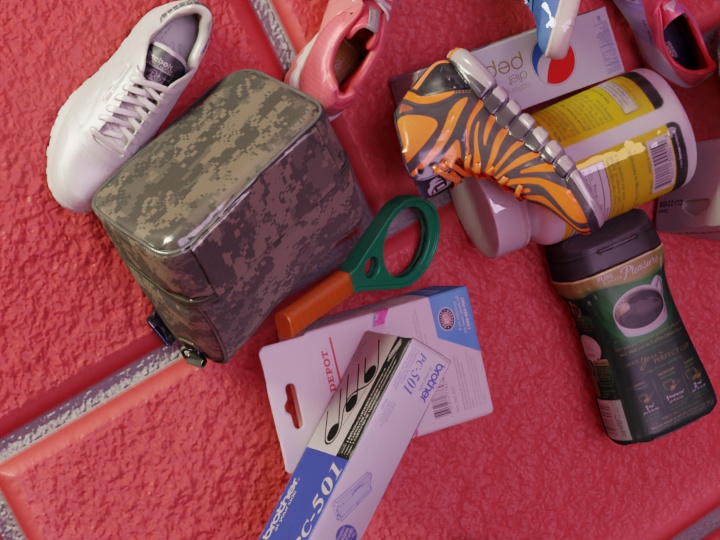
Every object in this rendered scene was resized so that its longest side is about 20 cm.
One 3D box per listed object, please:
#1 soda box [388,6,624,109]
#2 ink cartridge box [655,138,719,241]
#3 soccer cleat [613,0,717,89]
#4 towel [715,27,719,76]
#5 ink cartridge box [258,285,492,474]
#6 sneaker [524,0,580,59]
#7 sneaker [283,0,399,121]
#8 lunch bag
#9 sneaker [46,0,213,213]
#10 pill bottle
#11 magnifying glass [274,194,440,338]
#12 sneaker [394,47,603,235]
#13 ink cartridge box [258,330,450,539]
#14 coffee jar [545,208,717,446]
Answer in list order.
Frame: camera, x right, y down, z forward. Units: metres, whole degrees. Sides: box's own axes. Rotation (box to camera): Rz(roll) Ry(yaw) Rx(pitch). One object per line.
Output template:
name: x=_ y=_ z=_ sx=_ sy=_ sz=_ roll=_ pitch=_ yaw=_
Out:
soda box: x=0.130 y=-0.172 z=1.744 sx=0.199 sy=0.068 sz=0.064 roll=-20 pitch=97 yaw=-22
ink cartridge box: x=0.393 y=-0.066 z=1.813 sx=0.199 sy=0.144 sz=0.084 roll=7 pitch=86 yaw=-23
soccer cleat: x=0.258 y=-0.255 z=1.795 sx=0.067 sy=0.076 sz=0.201 roll=-36 pitch=103 yaw=-19
towel: x=0.416 y=-0.159 z=1.790 sx=0.199 sy=0.171 sz=0.048 roll=25 pitch=107 yaw=0
ink cartridge box: x=0.003 y=0.092 z=1.687 sx=0.199 sy=0.068 sz=0.116 roll=-15 pitch=96 yaw=-23
sneaker: x=0.133 y=-0.268 z=1.708 sx=0.110 sy=0.077 sz=0.201 roll=7 pitch=57 yaw=-4
sneaker: x=0.005 y=-0.218 z=1.681 sx=0.073 sy=0.087 sz=0.201 roll=24 pitch=80 yaw=-22
lunch bag: x=-0.099 y=-0.036 z=1.608 sx=0.200 sy=0.139 sz=0.168 roll=-45 pitch=134 yaw=-18
sneaker: x=-0.188 y=-0.137 z=1.603 sx=0.076 sy=0.080 sz=0.201 roll=33 pitch=79 yaw=-21
pill bottle: x=0.185 y=-0.092 z=1.738 sx=0.199 sy=0.114 sz=0.115 roll=-23 pitch=98 yaw=-14
magnifying glass: x=0.000 y=0.000 z=1.675 sx=0.200 sy=0.022 sz=0.080 roll=-37 pitch=129 yaw=-39
sneaker: x=0.106 y=-0.082 z=1.642 sx=0.112 sy=0.078 sz=0.200 roll=-42 pitch=71 yaw=-3
ink cartridge box: x=-0.006 y=0.148 z=1.596 sx=0.044 sy=0.094 sz=0.201 roll=31 pitch=80 yaw=-21
coffee jar: x=0.242 y=0.049 z=1.780 sx=0.104 sy=0.085 sz=0.201 roll=-22 pitch=98 yaw=-15
